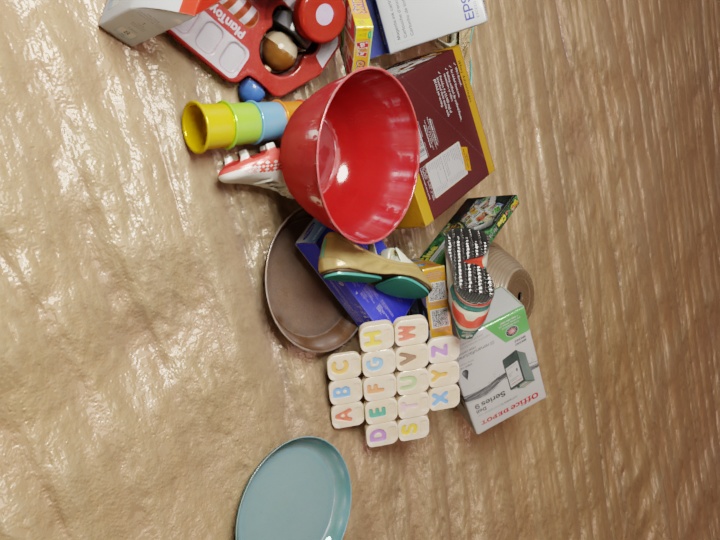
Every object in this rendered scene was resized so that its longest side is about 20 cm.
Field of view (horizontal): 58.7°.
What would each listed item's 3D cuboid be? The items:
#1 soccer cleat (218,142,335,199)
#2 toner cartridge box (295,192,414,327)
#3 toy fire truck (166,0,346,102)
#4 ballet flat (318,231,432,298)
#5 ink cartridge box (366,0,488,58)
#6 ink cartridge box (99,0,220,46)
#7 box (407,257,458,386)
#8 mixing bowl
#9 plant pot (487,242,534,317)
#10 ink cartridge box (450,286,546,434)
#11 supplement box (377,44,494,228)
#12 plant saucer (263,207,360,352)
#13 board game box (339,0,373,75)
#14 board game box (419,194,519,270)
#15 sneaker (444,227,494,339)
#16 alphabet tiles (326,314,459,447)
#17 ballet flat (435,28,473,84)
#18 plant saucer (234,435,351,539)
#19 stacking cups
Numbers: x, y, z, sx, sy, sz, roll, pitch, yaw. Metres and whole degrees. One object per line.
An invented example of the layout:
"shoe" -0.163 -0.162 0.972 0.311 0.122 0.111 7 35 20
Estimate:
"soccer cleat" -0.093 -0.123 0.825 0.199 0.068 0.086 -24 106 -47
"toner cartridge box" 0.000 0.000 0.889 0.201 0.043 0.095 55 53 -32
"toy fire truck" -0.124 -0.300 0.779 0.199 0.112 0.169 36 92 -41
"ballet flat" 0.027 -0.008 0.843 0.199 0.068 0.064 15 67 -46
"ink cartridge box" 0.058 -0.414 0.887 0.043 0.198 0.198 -64 138 -66
"ink cartridge box" -0.177 -0.326 0.641 0.047 0.199 0.162 27 71 -42
"box" 0.104 0.087 0.989 0.041 0.119 0.203 -8 98 -13
"mixing bowl" -0.025 -0.138 0.773 0.199 0.107 0.203 -16 111 -51
"plant pot" 0.249 0.046 1.156 0.199 0.092 0.204 0 91 -44
"ink cartridge box" 0.216 0.152 1.073 0.145 0.084 0.202 -26 119 -6
"supplement box" 0.072 -0.194 0.944 0.200 0.132 0.199 -38 116 -38
"plant saucer" -0.061 0.010 0.881 0.199 0.034 0.203 0 90 -47
"board game box" -0.017 -0.340 0.836 0.030 0.096 0.202 -4 57 -9
"board game box" 0.179 -0.061 1.075 0.200 0.104 0.024 -48 125 -33
"sneaker" 0.152 0.016 0.934 0.201 0.069 0.094 -83 -179 -55
"alphabet tiles" 0.051 0.161 0.915 0.193 0.015 0.202 -7 113 -9
"ballet flat" 0.156 -0.371 1.090 0.064 0.070 0.203 4 84 -18
"plant saucer" -0.090 0.323 0.857 0.199 0.027 0.203 1 89 -45
"stacking cups" -0.122 -0.184 0.797 0.199 0.060 0.061 -18 103 -44
